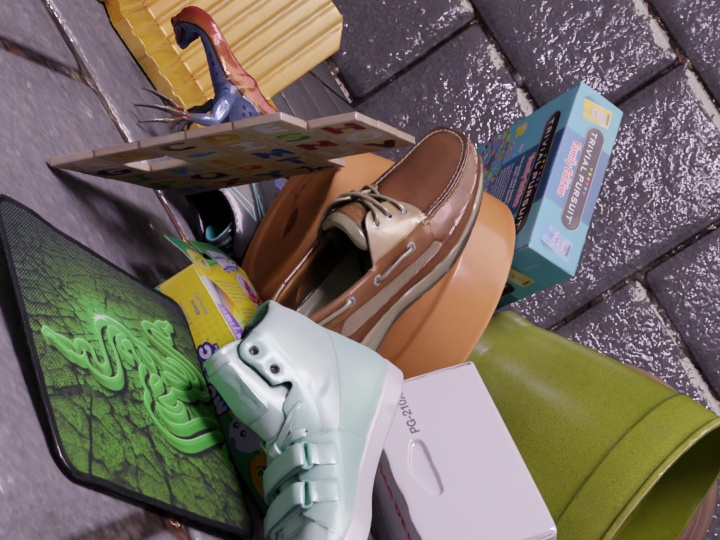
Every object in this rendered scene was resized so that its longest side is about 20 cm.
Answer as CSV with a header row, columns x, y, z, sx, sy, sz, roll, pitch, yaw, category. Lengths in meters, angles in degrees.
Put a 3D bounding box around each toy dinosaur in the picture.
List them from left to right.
x,y,z,sx,sy,sz,roll,pitch,yaw,category
-0.103,-0.140,1.202,0.105,0.197,0.184,-146,-128,-71,toy dinosaur

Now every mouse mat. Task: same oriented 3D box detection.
x,y,z,sx,sy,sz,roll,pitch,yaw,category
-0.122,0.056,0.736,0.200,0.007,0.162,42,23,-61,mouse mat

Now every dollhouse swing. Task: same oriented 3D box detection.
x,y,z,sx,sy,sz,roll,pitch,yaw,category
-0.122,-0.243,1.344,0.201,0.175,0.182,57,8,-11,dollhouse swing

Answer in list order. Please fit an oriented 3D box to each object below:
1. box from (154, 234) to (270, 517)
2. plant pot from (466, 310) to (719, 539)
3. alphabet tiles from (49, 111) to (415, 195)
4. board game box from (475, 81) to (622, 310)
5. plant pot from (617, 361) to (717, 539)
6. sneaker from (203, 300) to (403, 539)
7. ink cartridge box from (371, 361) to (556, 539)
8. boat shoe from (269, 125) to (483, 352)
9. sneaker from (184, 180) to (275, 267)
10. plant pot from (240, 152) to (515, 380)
x,y,z,sx,sy,sz,roll,pitch,yaw,category
-0.073,0.070,0.903,0.202,0.048,0.117,61,9,9,box
0.148,0.136,1.046,0.192,0.201,0.200,39,-1,27,plant pot
-0.072,-0.075,0.892,0.167,0.197,0.008,9,74,-66,alphabet tiles
0.112,-0.042,1.090,0.047,0.199,0.152,31,62,-19,board game box
0.197,0.181,1.166,0.202,0.200,0.092,59,19,11,plant pot
-0.051,0.107,0.777,0.117,0.074,0.202,32,43,-15,sneaker
0.063,0.184,0.905,0.202,0.083,0.146,85,-15,-46,ink cartridge box
0.009,-0.015,0.887,0.075,0.201,0.074,21,-22,38,boat shoe
-0.088,-0.009,1.105,0.079,0.075,0.202,-39,105,-53,sneaker
0.000,0.000,1.023,0.139,0.201,0.201,31,17,-19,plant pot
